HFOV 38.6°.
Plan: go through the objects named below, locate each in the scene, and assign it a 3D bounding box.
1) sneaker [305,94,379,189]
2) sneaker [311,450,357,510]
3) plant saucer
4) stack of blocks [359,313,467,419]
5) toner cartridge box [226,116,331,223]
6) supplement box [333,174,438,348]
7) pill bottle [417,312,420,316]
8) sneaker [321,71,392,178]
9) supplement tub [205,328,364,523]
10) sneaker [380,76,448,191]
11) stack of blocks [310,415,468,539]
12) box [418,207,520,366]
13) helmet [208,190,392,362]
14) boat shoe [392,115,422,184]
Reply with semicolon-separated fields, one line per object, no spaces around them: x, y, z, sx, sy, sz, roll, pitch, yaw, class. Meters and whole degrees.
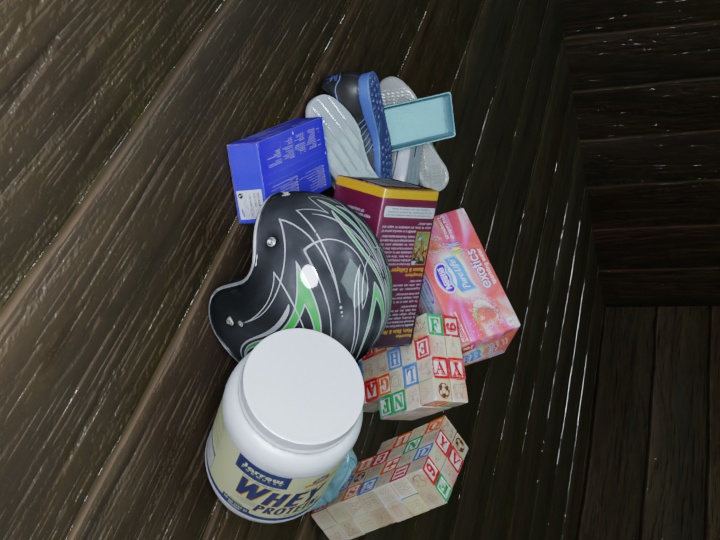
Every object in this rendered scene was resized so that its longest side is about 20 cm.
-0.026;-0.148;1.431;0.073;0.071;0.202;-34;107;-24;sneaker
-0.040;0.219;1.252;0.074;0.081;0.201;58;-33;30;sneaker
0.056;-0.218;1.552;0.198;0.019;0.071;-16;108;-26;plant saucer
0.052;0.144;1.406;0.058;0.199;0.117;8;67;-37;stack of blocks
-0.096;-0.128;1.276;0.200;0.043;0.096;-38;125;-64;toner cartridge box
0.018;-0.010;1.280;0.110;0.085;0.203;-2;106;-48;supplement box
0.072;0.104;1.604;0.112;0.111;0.203;-11;99;-68;pill bottle
-0.003;-0.193;1.478;0.070;0.077;0.202;-61;148;-52;sneaker
-0.079;0.162;1.063;0.201;0.143;0.146;116;-9;-54;supplement tub
0.071;-0.222;1.711;0.202;0.073;0.118;64;-9;-10;sneaker
0.039;0.283;1.380;0.059;0.199;0.115;53;33;-13;stack of blocks
0.134;0.027;1.469;0.095;0.101;0.202;105;-34;-61;box
-0.057;0.016;1.150;0.199;0.191;0.201;32;33;-24;helmet
0.056;-0.161;1.639;0.072;0.061;0.203;-23;128;-58;boat shoe
